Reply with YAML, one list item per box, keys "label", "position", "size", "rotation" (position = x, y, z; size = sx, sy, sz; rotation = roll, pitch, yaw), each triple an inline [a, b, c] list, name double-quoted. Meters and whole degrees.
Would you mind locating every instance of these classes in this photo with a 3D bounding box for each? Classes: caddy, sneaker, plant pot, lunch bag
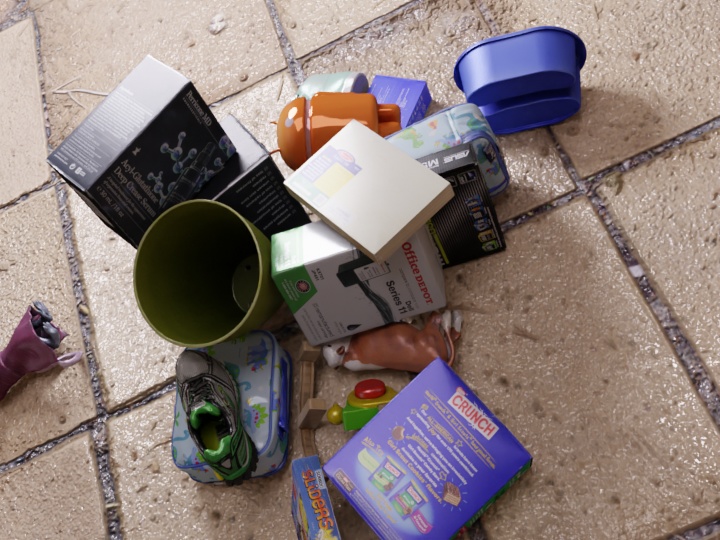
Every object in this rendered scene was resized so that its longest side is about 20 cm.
- label: "caddy"
  position: [0.235, -0.286, 1.481]
  size: [0.197, 0.142, 0.106]
  rotation: [-10, 61, 15]
- label: "sneaker"
  position: [-0.070, -0.228, 1.612]
  size: [0.117, 0.074, 0.203]
  rotation: [8, 65, 34]
- label: "sneaker"
  position: [-0.191, 0.174, 1.293]
  size: [0.077, 0.086, 0.201]
  rotation: [-31, 52, -4]
- label: "plant pot"
  position: [-0.178, 0.013, 1.371]
  size: [0.184, 0.200, 0.190]
  rotation: [-2, 84, 18]
- label: "lunch bag"
  position: [0.105, -0.135, 1.418]
  size: [0.198, 0.161, 0.083]
  rotation: [-24, 57, 9]
- label: "lunch bag"
  position: [-0.171, 0.187, 1.379]
  size: [0.158, 0.083, 0.202]
  rotation: [-12, 55, 15]

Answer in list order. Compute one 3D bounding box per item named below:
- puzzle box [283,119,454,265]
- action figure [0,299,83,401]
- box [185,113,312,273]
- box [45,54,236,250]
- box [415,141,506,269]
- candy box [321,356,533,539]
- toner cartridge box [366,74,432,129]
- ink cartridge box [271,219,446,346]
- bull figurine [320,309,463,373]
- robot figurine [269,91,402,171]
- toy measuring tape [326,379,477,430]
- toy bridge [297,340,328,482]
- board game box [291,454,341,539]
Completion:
- label: "puzzle box"
  position: [0.007, -0.104, 1.277]
  size: [0.133, 0.026, 0.200]
  rotation: [-42, 50, -10]
- label: "action figure"
  position: [-0.539, 0.149, 1.561]
  size: [0.149, 0.134, 0.200]
  rotation: [41, 92, -7]
- label: "box"
  position: [-0.199, -0.082, 1.488]
  size: [0.199, 0.197, 0.124]
  rotation: [-40, 52, -6]
- label: "box"
  position: [-0.290, -0.156, 1.357]
  size: [0.107, 0.149, 0.201]
  rotation: [32, 75, 34]
- label: "box"
  position: [0.086, -0.070, 1.367]
  size: [0.191, 0.201, 0.048]
  rotation: [-18, 52, 9]
- label: "candy box"
  position: [0.082, 0.238, 1.224]
  size: [0.200, 0.077, 0.169]
  rotation: [-42, 73, -6]
- label: "toner cartridge box"
  position: [0.032, -0.211, 1.573]
  size: [0.094, 0.043, 0.202]
  rotation: [12, 64, 28]
- label: "ink cartridge box"
  position: [0.000, 0.000, 1.320]
  size: [0.197, 0.147, 0.084]
  rotation: [-18, 41, 11]
- label: "bull figurine"
  position: [0.043, 0.090, 1.366]
  size: [0.197, 0.065, 0.123]
  rotation: [8, 60, 25]
- label: "robot figurine"
  position: [-0.037, -0.198, 1.478]
  size: [0.197, 0.117, 0.146]
  rotation: [-2, 90, 1]
- label: "toy measuring tape"
  position: [0.053, 0.173, 1.321]
  size: [0.197, 0.074, 0.074]
  rotation: [-9, 55, -4]
- label: "toy bridge"
  position: [-0.066, 0.192, 1.344]
  size: [0.027, 0.067, 0.202]
  rotation: [5, 56, -16]
- label: "board game box"
  position: [-0.045, 0.342, 1.198]
  size: [0.034, 0.136, 0.202]
  rotation: [-10, 54, -13]
